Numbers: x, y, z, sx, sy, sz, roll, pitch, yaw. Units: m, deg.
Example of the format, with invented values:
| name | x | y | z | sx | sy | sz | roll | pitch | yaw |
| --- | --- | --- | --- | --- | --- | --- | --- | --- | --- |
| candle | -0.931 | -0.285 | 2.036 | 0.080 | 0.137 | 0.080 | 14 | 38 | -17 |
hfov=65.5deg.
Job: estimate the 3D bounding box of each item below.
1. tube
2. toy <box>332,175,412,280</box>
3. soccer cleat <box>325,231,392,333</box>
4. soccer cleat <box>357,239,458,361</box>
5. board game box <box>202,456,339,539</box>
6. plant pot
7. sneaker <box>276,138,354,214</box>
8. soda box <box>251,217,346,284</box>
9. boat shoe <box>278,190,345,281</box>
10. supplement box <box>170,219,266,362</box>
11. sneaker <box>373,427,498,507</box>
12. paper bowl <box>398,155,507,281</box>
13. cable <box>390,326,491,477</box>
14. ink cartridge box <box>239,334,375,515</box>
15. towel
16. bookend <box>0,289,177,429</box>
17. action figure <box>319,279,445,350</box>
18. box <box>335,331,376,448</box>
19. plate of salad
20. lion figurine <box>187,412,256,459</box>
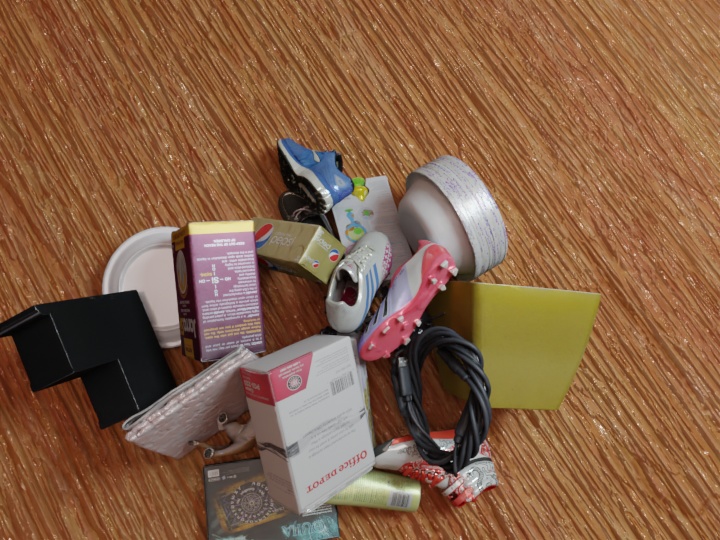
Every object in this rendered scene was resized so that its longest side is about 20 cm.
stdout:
| name | x | y | z | sx | sy | sz | roll | pitch | yaw |
| --- | --- | --- | --- | --- | --- | --- | --- | --- | --- |
| tube | -0.008 | 0.329 | 0.858 | 0.199 | 0.058 | 0.052 | 12 | 113 | -10 |
| toy | 0.014 | -0.067 | 0.971 | 0.115 | 0.047 | 0.201 | -9 | 69 | -15 |
| soccer cleat | 0.000 | 0.000 | 0.846 | 0.070 | 0.087 | 0.201 | 4 | 51 | 21 |
| soccer cleat | 0.060 | 0.045 | 0.824 | 0.200 | 0.067 | 0.076 | -52 | 44 | 5 |
| board game box | -0.138 | 0.358 | 0.869 | 0.199 | 0.028 | 0.136 | -7 | 77 | -5 |
| plant pot | 0.219 | 0.112 | 0.863 | 0.199 | 0.200 | 0.177 | 5 | 89 | -13 |
| sneaker | -0.078 | -0.171 | 0.963 | 0.089 | 0.079 | 0.200 | -25 | 50 | -22 |
| soda box | -0.116 | -0.035 | 0.887 | 0.064 | 0.200 | 0.068 | 39 | 73 | -37 |
| boat shoe | -0.076 | -0.065 | 0.963 | 0.067 | 0.057 | 0.200 | -33 | 80 | -10 |
| supplement box | -0.221 | 0.030 | 0.860 | 0.103 | 0.131 | 0.201 | -6 | 89 | -30 |
| sneaker | 0.114 | 0.304 | 0.847 | 0.200 | 0.067 | 0.108 | -3 | 57 | -21 |
| paper bowl | 0.135 | -0.074 | 0.903 | 0.104 | 0.201 | 0.201 | -30 | 79 | -10 |
| cable | 0.119 | 0.183 | 0.783 | 0.051 | 0.163 | 0.201 | 6 | 63 | -42 |
| ink cartridge box | -0.070 | 0.207 | 0.781 | 0.145 | 0.085 | 0.201 | -19 | 100 | -40 |
| towel | -0.222 | 0.197 | 0.824 | 0.200 | 0.191 | 0.032 | -34 | 66 | -10 |
| bookend | -0.379 | 0.143 | 0.801 | 0.092 | 0.199 | 0.201 | -25 | 88 | 16 |
| action figure | 0.040 | 0.076 | 0.900 | 0.199 | 0.102 | 0.119 | 1 | 100 | 13 |
| box | -0.008 | 0.196 | 0.868 | 0.039 | 0.041 | 0.201 | -5 | 100 | 12 |
| plate of salad | -0.323 | 0.028 | 0.933 | 0.199 | 0.048 | 0.201 | 0 | 87 | -6 |
| lion figurine | -0.151 | 0.243 | 0.870 | 0.199 | 0.123 | 0.073 | -19 | 65 | 8 |
